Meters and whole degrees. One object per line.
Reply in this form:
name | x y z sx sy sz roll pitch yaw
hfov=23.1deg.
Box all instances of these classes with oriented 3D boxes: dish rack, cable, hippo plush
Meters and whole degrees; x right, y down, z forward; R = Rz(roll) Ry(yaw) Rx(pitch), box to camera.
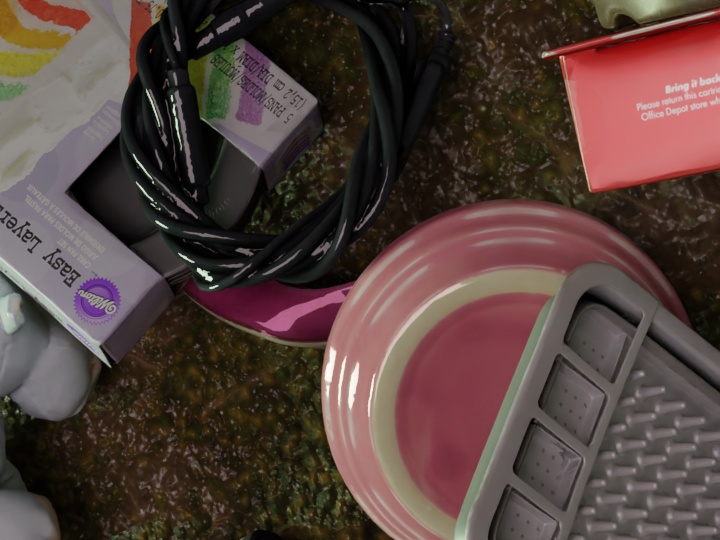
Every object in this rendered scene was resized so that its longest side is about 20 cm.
dish rack | 0.132 0.113 0.834 0.043 0.199 0.173 -15 45 55
cable | -0.049 -0.084 0.924 0.162 0.051 0.201 23 77 9
hippo plush | -0.243 0.072 1.027 0.159 0.199 0.162 16 81 50

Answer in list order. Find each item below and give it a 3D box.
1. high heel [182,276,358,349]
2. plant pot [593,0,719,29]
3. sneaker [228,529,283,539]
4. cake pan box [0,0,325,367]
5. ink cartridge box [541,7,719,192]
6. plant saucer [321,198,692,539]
high heel | 0.000 0.000 0.965 0.198 0.067 0.097 14 94 13
plant pot | 0.163 -0.225 0.811 0.198 0.200 0.200 -11 98 23
sneaker | -0.090 0.188 1.011 0.198 0.071 0.099 13 100 19
cake pan box | -0.145 -0.075 0.979 0.200 0.052 0.184 41 82 13
ink cartridge box | 0.166 -0.081 0.810 0.115 0.200 0.068 -12 91 23
plant saucer | 0.079 0.067 0.901 0.198 0.051 0.203 0 103 -1
